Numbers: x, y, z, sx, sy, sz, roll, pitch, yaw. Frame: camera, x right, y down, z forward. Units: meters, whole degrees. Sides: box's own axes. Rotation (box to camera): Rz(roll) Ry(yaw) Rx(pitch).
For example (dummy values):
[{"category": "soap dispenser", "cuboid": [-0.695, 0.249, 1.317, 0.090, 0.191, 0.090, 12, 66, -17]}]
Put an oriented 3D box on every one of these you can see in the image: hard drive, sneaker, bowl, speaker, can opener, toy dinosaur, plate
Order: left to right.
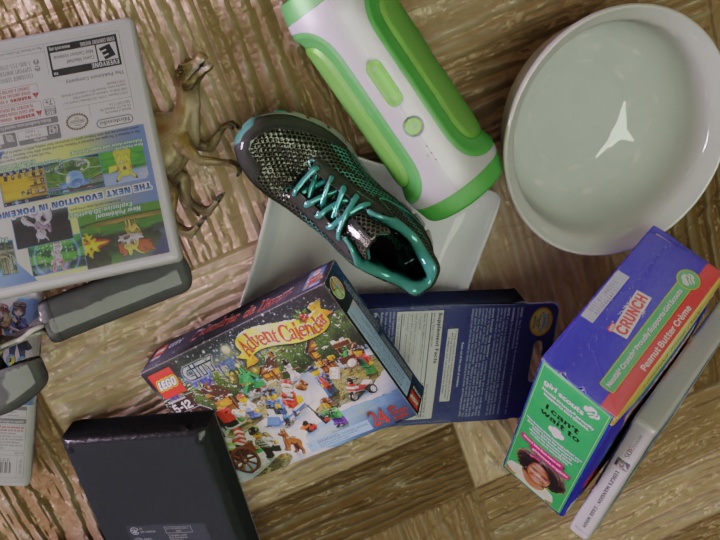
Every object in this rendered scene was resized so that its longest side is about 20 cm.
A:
[{"category": "can opener", "cuboid": [-0.220, 0.050, 0.712, 0.198, 0.053, 0.068, -22, 96, -12]}, {"category": "toy dinosaur", "cuboid": [-0.159, -0.075, 0.736, 0.101, 0.058, 0.201, 37, 99, -8]}, {"category": "hard drive", "cuboid": [-0.167, 0.217, 0.823, 0.138, 0.033, 0.202, -6, 118, 15]}, {"category": "sneaker", "cuboid": [-0.009, -0.049, 0.715, 0.199, 0.091, 0.078, 34, 100, -23]}, {"category": "plate", "cuboid": [0.000, 0.000, 0.805, 0.197, 0.032, 0.202, 12, 108, -18]}, {"category": "speaker", "cuboid": [0.026, -0.139, 0.711, 0.088, 0.089, 0.201, -36, 105, 3]}, {"category": "bowl", "cuboid": [0.195, -0.122, 0.768, 0.198, 0.090, 0.204, -5, 113, -13]}]

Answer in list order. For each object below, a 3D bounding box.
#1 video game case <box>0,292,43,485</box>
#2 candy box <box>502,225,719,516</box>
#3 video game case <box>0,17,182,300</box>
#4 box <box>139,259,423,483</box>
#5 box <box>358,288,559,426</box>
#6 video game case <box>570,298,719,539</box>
[{"category": "video game case", "cuboid": [-0.366, 0.089, 0.752, 0.197, 0.022, 0.185, 6, 110, -15]}, {"category": "candy box", "cuboid": [0.208, 0.090, 0.782, 0.169, 0.077, 0.201, -43, 154, -26]}, {"category": "video game case", "cuboid": [-0.245, -0.076, 0.678, 0.197, 0.022, 0.185, -12, 89, -7]}, {"category": "box", "cuboid": [-0.066, 0.092, 0.769, 0.199, 0.038, 0.137, -26, 112, 26]}, {"category": "box", "cuboid": [0.072, 0.078, 0.820, 0.197, 0.032, 0.123, -1, 114, -13]}, {"category": "video game case", "cuboid": [0.263, 0.121, 0.809, 0.200, 0.023, 0.183, -41, 154, -34]}]
